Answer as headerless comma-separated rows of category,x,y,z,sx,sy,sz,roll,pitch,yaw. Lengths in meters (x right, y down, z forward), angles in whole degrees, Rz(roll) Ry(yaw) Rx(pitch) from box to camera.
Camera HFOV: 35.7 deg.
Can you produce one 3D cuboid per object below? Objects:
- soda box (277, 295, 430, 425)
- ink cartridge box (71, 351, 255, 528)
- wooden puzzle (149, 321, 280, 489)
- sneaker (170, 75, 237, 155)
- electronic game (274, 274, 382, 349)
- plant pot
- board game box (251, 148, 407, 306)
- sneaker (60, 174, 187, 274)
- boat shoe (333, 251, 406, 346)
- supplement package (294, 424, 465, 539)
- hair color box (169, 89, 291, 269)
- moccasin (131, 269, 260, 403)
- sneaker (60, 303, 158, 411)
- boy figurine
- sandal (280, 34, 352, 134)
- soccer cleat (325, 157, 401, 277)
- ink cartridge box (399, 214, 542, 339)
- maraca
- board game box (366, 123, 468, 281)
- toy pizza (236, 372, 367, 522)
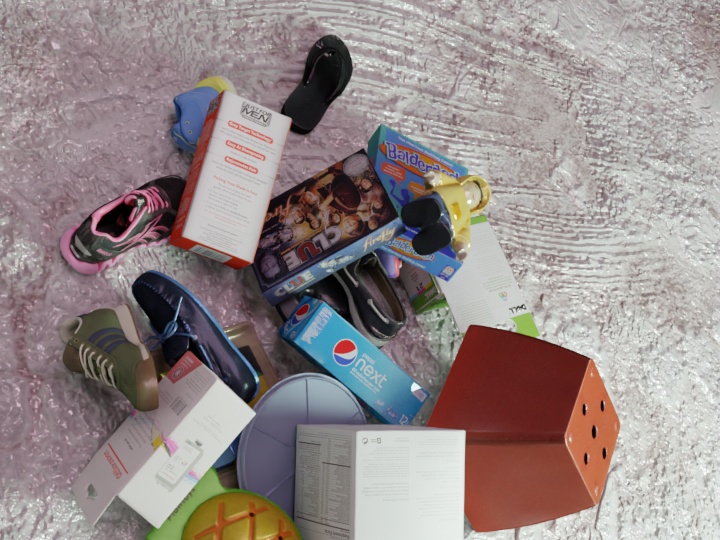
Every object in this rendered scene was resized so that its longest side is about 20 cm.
soda box,-0.008,0.120,1.421,0.200,0.068,0.064,43,78,-21
ink cartridge box,-0.218,0.197,1.221,0.200,0.116,0.068,-48,116,-8
wooden puzzle,-0.163,0.171,1.354,0.184,0.037,0.202,-17,75,-38
sneaker,-0.196,-0.161,1.508,0.104,0.076,0.202,-17,74,-18
electronic game,-0.038,0.029,1.507,0.198,0.042,0.202,21,49,-26
plant pot,0.222,0.206,1.436,0.201,0.174,0.201,61,42,-34
board game box,-0.054,-0.058,1.445,0.198,0.035,0.136,-29,52,3
sneaker,-0.275,-0.070,1.381,0.079,0.095,0.200,48,49,3
boat shoe,0.000,0.000,1.483,0.073,0.060,0.202,-7,66,-41
supplement package,0.019,0.283,1.294,0.150,0.150,0.203,5,83,-30
hair color box,-0.165,-0.115,1.423,0.101,0.061,0.202,21,73,-22
moccasin,-0.202,0.085,1.317,0.200,0.081,0.068,44,52,5
sneaker,-0.287,0.102,1.250,0.089,0.068,0.200,-8,27,-20
boy figurine,0.119,-0.075,1.468,0.200,0.064,0.126,-31,101,-61
sandal,-0.054,-0.284,1.667,0.075,0.048,0.202,32,53,-13
soccer cleat,0.006,-0.073,1.576,0.075,0.067,0.202,-14,64,-5
ink cartridge box,0.150,0.034,1.603,0.147,0.076,0.202,-13,73,-37
maraca,-0.148,0.305,1.246,0.199,0.107,0.137,38,60,2
board game box,0.074,-0.097,1.551,0.151,0.045,0.201,24,43,-16
toy pizza,-0.070,0.225,1.354,0.198,0.032,0.203,1,88,-39
